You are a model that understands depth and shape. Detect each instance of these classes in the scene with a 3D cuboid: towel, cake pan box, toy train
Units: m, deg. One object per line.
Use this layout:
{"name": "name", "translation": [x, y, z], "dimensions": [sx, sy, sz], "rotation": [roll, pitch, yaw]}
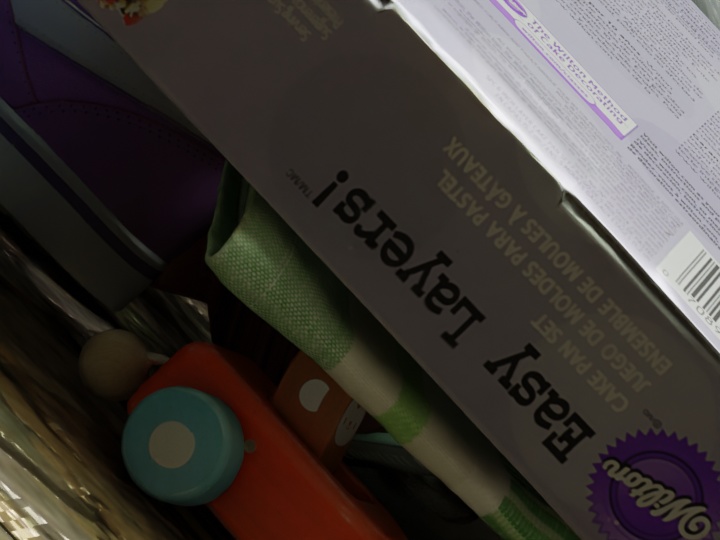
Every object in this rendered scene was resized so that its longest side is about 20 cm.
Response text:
{"name": "towel", "translation": [0.050, 0.032, 0.631], "dimensions": [0.200, 0.023, 0.153], "rotation": [43, 17, -13]}
{"name": "cake pan box", "translation": [0.035, -0.034, 0.619], "dimensions": [0.200, 0.052, 0.184], "rotation": [46, 23, 1]}
{"name": "toy train", "translation": [0.024, 0.065, 0.643], "dimensions": [0.150, 0.056, 0.200], "rotation": [47, 4, 19]}

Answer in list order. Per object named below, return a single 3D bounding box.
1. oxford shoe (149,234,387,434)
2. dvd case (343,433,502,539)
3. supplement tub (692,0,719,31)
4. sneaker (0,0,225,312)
{"name": "oxford shoe", "translation": [0.000, 0.000, 0.759], "dimensions": [0.075, 0.071, 0.200], "rotation": [21, 9, -22]}
{"name": "dvd case", "translation": [0.081, 0.103, 0.781], "dimensions": [0.200, 0.022, 0.146], "rotation": [46, -19, -21]}
{"name": "supplement tub", "translation": [0.062, -0.112, 0.845], "dimensions": [0.123, 0.122, 0.200], "rotation": [44, 39, -19]}
{"name": "sneaker", "translation": [-0.091, -0.099, 0.719], "dimensions": [0.200, 0.114, 0.073], "rotation": [44, 5, -9]}
